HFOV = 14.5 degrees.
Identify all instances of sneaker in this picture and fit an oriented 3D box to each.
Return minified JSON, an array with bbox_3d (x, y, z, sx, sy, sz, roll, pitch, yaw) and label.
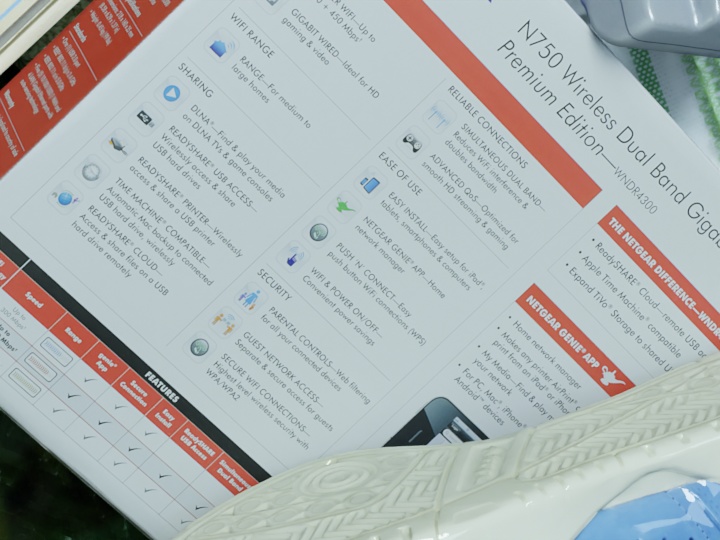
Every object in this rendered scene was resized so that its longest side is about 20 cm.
[{"bbox_3d":[0.047,0.097,0.745,0.200,0.077,0.111,-16,108,-17],"label":"sneaker"}]

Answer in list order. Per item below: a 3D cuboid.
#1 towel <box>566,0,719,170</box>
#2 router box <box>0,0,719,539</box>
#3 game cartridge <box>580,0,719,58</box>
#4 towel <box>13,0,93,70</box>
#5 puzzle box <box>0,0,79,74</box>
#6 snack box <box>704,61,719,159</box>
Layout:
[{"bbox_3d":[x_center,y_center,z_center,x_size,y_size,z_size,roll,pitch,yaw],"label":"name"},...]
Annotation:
[{"bbox_3d":[0.097,-0.044,0.854,0.200,0.031,0.149,-22,94,5],"label":"towel"},{"bbox_3d":[0.000,0.000,0.761,0.179,0.049,0.200,-43,117,5],"label":"router box"},{"bbox_3d":[0.100,-0.149,0.779,0.133,0.041,0.200,2,70,-36],"label":"game cartridge"},{"bbox_3d":[-0.086,-0.143,0.822,0.148,0.036,0.200,-46,106,-13],"label":"towel"},{"bbox_3d":[-0.101,-0.134,0.740,0.200,0.025,0.133,-45,106,-4],"label":"puzzle box"},{"bbox_3d":[0.169,-0.044,0.913,0.142,0.053,0.200,-13,96,-19],"label":"snack box"}]
